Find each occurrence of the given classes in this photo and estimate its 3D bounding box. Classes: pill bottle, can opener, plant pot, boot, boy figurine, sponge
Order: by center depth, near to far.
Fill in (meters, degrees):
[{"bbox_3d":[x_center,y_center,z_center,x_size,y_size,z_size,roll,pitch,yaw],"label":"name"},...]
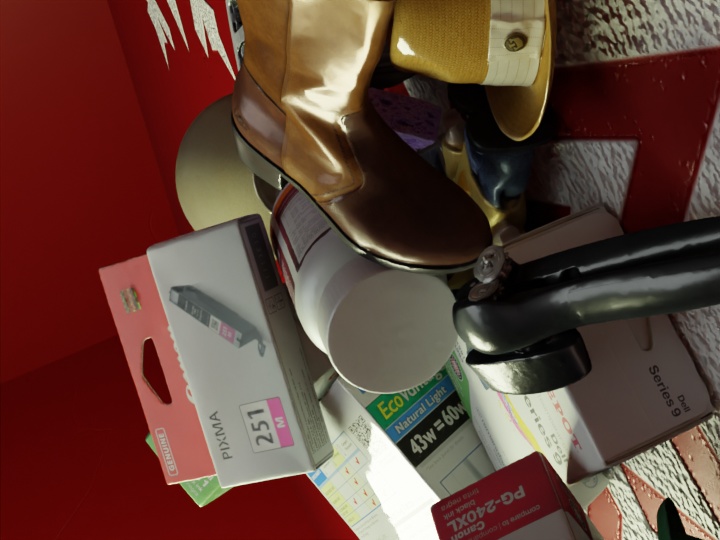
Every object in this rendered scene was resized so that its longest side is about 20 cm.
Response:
[{"bbox_3d":[0.127,0.008,0.546,0.079,0.064,0.199,43,137,-23],"label":"can opener"},{"bbox_3d":[0.007,-0.095,0.580,0.188,0.069,0.201,37,155,13],"label":"boot"},{"bbox_3d":[0.082,-0.056,0.735,0.201,0.064,0.125,100,154,-58],"label":"boy figurine"},{"bbox_3d":[0.000,0.000,0.752,0.200,0.108,0.111,-119,12,-62],"label":"pill bottle"},{"bbox_3d":[-0.020,-0.105,0.785,0.200,0.110,0.030,169,110,-77],"label":"sponge"},{"bbox_3d":[-0.082,-0.097,1.054,0.189,0.186,0.200,70,165,-11],"label":"plant pot"}]

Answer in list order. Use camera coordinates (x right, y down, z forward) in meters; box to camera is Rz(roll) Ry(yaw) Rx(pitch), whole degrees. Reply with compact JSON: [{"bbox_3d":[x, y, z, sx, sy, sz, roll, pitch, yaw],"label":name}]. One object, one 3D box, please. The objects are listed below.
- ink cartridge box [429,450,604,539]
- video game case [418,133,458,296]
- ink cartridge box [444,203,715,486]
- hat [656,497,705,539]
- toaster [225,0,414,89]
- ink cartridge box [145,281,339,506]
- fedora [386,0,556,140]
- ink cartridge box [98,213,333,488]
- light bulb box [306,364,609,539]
[{"bbox_3d":[0.124,0.231,0.595,0.146,0.083,0.201,54,-166,-40],"label":"ink cartridge box"},{"bbox_3d":[0.057,0.000,0.895,0.182,0.023,0.202,-17,95,57],"label":"video game case"},{"bbox_3d":[0.131,0.066,0.699,0.146,0.087,0.200,64,163,14],"label":"ink cartridge box"},{"bbox_3d":[0.265,0.206,0.544,0.165,0.174,0.202,33,-135,-63],"label":"hat"},{"bbox_3d":[-0.025,-0.189,0.781,0.200,0.128,0.115,-165,63,-73],"label":"toaster"},{"bbox_3d":[-0.072,0.097,0.916,0.084,0.200,0.146,48,-153,11],"label":"ink cartridge box"},{"bbox_3d":[0.050,-0.163,0.569,0.201,0.081,0.203,171,90,-89],"label":"fedora"},{"bbox_3d":[-0.128,0.074,0.832,0.043,0.172,0.202,-25,-82,-64],"label":"ink cartridge box"},{"bbox_3d":[0.061,0.161,0.866,0.200,0.124,0.198,49,151,8],"label":"light bulb box"}]
